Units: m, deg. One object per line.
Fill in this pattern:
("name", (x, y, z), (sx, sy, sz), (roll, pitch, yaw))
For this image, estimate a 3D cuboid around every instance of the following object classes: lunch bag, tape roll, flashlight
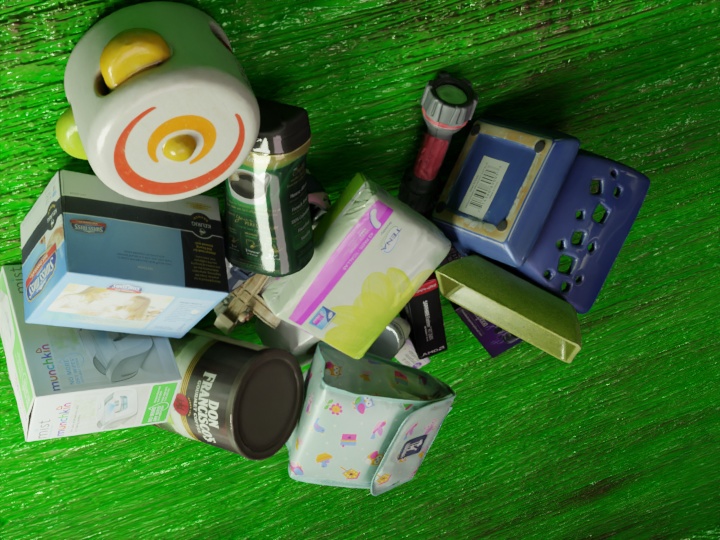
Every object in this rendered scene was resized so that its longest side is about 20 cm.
("lunch bag", (0.014, 0.208, 1.581), (0.199, 0.122, 0.171), (14, 119, -16))
("tape roll", (-0.044, 0.062, 1.614), (0.202, 0.071, 0.203), (-28, 167, -7))
("flashlight", (0.091, -0.154, 1.468), (0.067, 0.068, 0.200), (-10, 143, -24))

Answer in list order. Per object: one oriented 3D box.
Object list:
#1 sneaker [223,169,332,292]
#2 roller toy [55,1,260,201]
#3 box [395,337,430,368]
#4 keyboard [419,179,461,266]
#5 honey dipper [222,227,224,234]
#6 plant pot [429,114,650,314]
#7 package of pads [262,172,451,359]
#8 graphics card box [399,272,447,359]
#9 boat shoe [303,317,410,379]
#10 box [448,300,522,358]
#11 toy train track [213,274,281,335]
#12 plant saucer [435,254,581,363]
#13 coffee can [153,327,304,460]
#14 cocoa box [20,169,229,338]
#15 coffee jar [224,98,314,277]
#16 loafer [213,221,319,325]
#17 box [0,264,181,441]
("sneaker", (-0.116, -0.035, 1.447), (0.200, 0.082, 0.070), (-51, 146, 11))
("roller toy", (-0.200, -0.168, 1.191), (0.182, 0.140, 0.200), (0, 139, -34))
("box", (0.052, 0.103, 1.820), (0.039, 0.042, 0.200), (-31, 147, 10))
("keyboard", (0.150, -0.073, 1.661), (0.127, 0.021, 0.200), (-28, 147, 4))
("honey dipper", (-0.201, -0.079, 1.407), (0.038, 0.038, 0.200), (-28, 148, 4))
("plant pot", (0.215, -0.082, 1.489), (0.179, 0.200, 0.201), (26, 90, -42))
("package of pads", (0.000, 0.000, 1.439), (0.154, 0.068, 0.200), (31, 103, -37))
("graphics card box", (0.074, 0.025, 1.649), (0.051, 0.126, 0.200), (-20, 146, -5))
("boat shoe", (-0.005, 0.128, 1.664), (0.202, 0.075, 0.086), (-43, 172, 27))
("box", (0.222, 0.040, 1.814), (0.141, 0.079, 0.200), (-33, 146, 7))
("toy train track", (-0.129, -0.001, 1.511), (0.200, 0.115, 0.033), (-54, 169, 10))
("plant saucer", (0.198, 0.044, 1.497), (0.048, 0.199, 0.200), (-60, 170, -6))
("coffee can", (-0.196, 0.157, 1.546), (0.146, 0.199, 0.147), (-20, 115, -51))
("cocoa box", (-0.270, -0.013, 1.330), (0.199, 0.132, 0.133), (9, 149, -35))
("coffee jar", (-0.108, -0.098, 1.334), (0.085, 0.104, 0.201), (-46, 144, -49))
("loafer", (-0.111, 0.003, 1.561), (0.200, 0.070, 0.070), (-35, 172, 14))
("box", (-0.333, 0.091, 1.406), (0.176, 0.200, 0.097), (-4, 140, -28))
